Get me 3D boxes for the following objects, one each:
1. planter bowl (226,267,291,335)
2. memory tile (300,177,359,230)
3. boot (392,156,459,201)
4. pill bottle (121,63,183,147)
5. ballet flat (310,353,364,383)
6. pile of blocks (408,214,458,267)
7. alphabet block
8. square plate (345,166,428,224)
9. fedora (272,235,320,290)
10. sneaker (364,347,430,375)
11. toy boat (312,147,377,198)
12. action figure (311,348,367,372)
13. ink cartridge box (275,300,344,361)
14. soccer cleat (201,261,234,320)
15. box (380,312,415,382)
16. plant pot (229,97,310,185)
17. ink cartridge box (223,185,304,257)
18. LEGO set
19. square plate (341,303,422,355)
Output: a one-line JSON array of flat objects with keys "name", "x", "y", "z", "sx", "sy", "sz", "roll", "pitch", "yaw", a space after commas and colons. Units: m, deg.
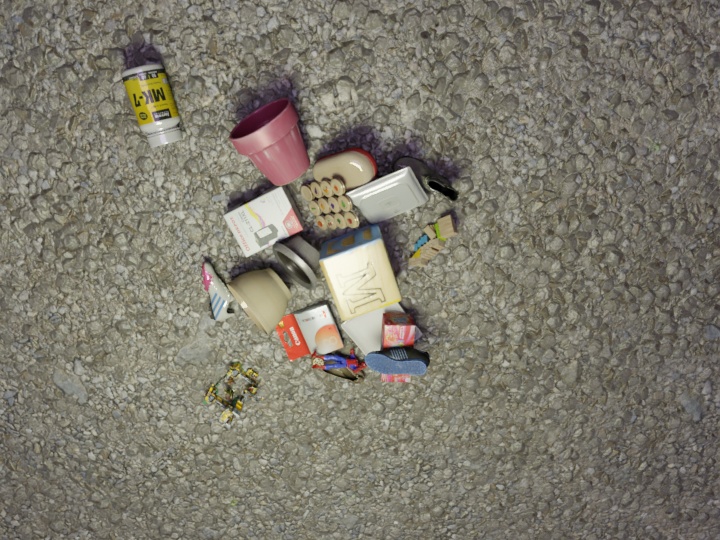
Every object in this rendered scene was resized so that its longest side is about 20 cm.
[{"name": "planter bowl", "x": -0.296, "y": 0.079, "z": 1.575, "sx": 0.134, "sy": 0.200, "sz": 0.202, "roll": -39, "pitch": 108, "yaw": -17}, {"name": "memory tile", "x": -0.092, "y": -0.189, "z": 1.494, "sx": 0.017, "sy": 0.198, "sz": 0.155, "roll": -35, "pitch": 112, "yaw": -33}, {"name": "boot", "x": 0.192, "y": -0.269, "z": 1.491, "sx": 0.197, "sy": 0.131, "sz": 0.069, "roll": 23, "pitch": 106, "yaw": -9}, {"name": "pill bottle", "x": -0.567, "y": -0.452, "z": 1.413, "sx": 0.112, "sy": 0.115, "sz": 0.203, "roll": -14, "pitch": 109, "yaw": 3}, {"name": "ballet flat", "x": -0.076, "y": 0.334, "z": 1.730, "sx": 0.197, "sy": 0.046, "sz": 0.068, "roll": 26, "pitch": 106, "yaw": -10}, {"name": "pile of blocks", "x": 0.227, "y": -0.088, "z": 1.601, "sx": 0.200, "sy": 0.083, "sz": 0.062, "roll": -45, "pitch": 148, "yaw": 21}, {"name": "alphabet block", "x": 0.000, "y": 0.000, "z": 1.545, "sx": 0.193, "sy": 0.196, "sz": 0.203, "roll": -19, "pitch": 107, "yaw": 6}, {"name": "square plate", "x": 0.082, "y": -0.204, "z": 1.480, "sx": 0.197, "sy": 0.029, "sz": 0.198, "roll": -20, "pitch": 153, "yaw": 16}, {"name": "fedora", "x": -0.178, "y": -0.036, "z": 1.554, "sx": 0.176, "sy": 0.201, "sz": 0.091, "roll": 34, "pitch": 71, "yaw": 21}, {"name": "sneaker", "x": 0.114, "y": 0.271, "z": 1.564, "sx": 0.196, "sy": 0.078, "sz": 0.071, "roll": 5, "pitch": 113, "yaw": 19}, {"name": "toy boat", "x": -0.034, "y": -0.297, "z": 1.483, "sx": 0.198, "sy": 0.132, "sz": 0.131, "roll": -5, "pitch": 130, "yaw": 42}, {"name": "action figure", "x": -0.051, "y": 0.291, "z": 1.674, "sx": 0.197, "sy": 0.066, "sz": 0.099, "roll": 12, "pitch": 145, "yaw": -30}, {"name": "ink cartridge box", "x": -0.171, "y": 0.206, "z": 1.683, "sx": 0.197, "sy": 0.050, "sz": 0.164, "roll": -21, "pitch": 108, "yaw": 2}, {"name": "soccer cleat", "x": -0.446, "y": 0.062, "z": 1.620, "sx": 0.085, "sy": 0.070, "sz": 0.203, "roll": -10, "pitch": 114, "yaw": -9}, {"name": "box", "x": 0.115, "y": 0.246, "z": 1.637, "sx": 0.098, "sy": 0.096, "sz": 0.204, "roll": 2, "pitch": 109, "yaw": -3}, {"name": "plant pot", "x": -0.235, "y": -0.348, "z": 1.430, "sx": 0.198, "sy": 0.201, "sz": 0.180, "roll": -27, "pitch": 124, "yaw": 7}, {"name": "ink cartridge box", "x": -0.287, "y": -0.151, "z": 1.540, "sx": 0.197, "sy": 0.083, "sz": 0.147, "roll": -25, "pitch": 108, "yaw": 6}, {"name": "LEGO set", "x": -0.430, "y": 0.419, "z": 1.708, "sx": 0.199, "sy": 0.116, "sz": 0.154, "roll": -38, "pitch": 106, "yaw": 10}, {"name": "square plate", "x": 0.070, "y": 0.192, "z": 1.689, "sx": 0.197, "sy": 0.029, "sz": 0.201, "roll": -36, "pitch": 106, "yaw": 10}]
